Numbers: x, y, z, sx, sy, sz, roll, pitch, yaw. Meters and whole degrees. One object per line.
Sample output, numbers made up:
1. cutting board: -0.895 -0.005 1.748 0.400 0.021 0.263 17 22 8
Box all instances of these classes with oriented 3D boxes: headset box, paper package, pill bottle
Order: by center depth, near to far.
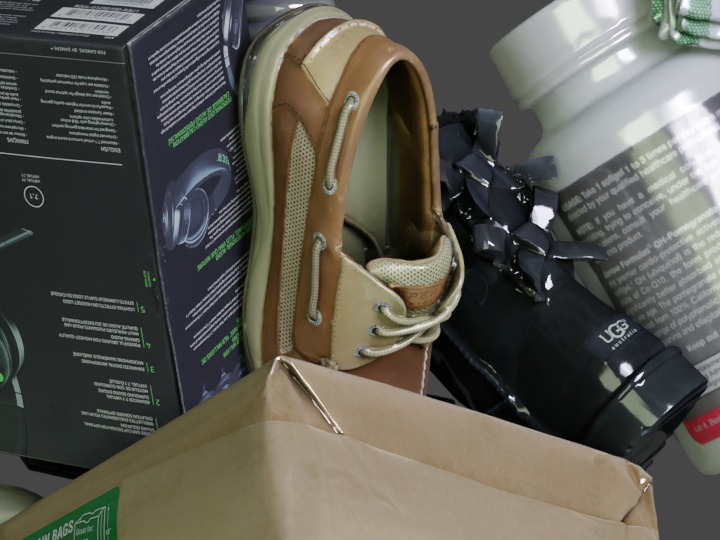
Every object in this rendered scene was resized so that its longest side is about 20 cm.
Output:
1. paper package: -0.019 0.130 0.880 0.199 0.190 0.104 -31 51 41
2. headset box: -0.128 -0.020 0.928 0.173 0.093 0.202 6 119 26
3. pill bottle: 0.138 -0.026 0.967 0.110 0.111 0.201 -31 88 12

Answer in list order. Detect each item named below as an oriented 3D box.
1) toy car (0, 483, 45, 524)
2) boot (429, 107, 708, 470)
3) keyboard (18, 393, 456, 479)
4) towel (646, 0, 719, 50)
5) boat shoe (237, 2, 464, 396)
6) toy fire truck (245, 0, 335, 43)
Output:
1. toy car: -0.126 0.200 1.017 0.149 0.176 0.201 -1 133 -25
2. boot: 0.047 0.042 0.977 0.163 0.073 0.199 47 139 17
3. keyboard: -0.050 0.057 1.048 0.198 0.040 0.105 12 106 -3
4. towel: 0.218 -0.154 0.935 0.198 0.031 0.151 6 93 -17
5. boat shoe: 0.000 0.000 0.897 0.074 0.075 0.202 17 123 45
6. toy fire truck: -0.018 -0.108 0.972 0.199 0.128 0.178 -3 94 41
